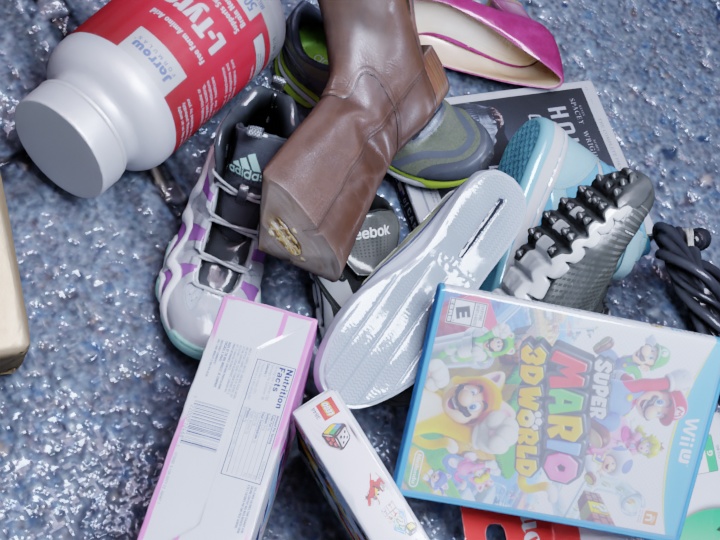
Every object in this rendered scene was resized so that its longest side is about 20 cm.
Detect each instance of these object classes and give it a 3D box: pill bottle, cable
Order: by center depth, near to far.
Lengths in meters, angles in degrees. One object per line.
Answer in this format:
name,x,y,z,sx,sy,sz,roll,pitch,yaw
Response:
pill bottle,-0.153,-0.146,1.093,0.112,0.112,0.200,39,58,5
cable,0.274,0.054,1.109,0.051,0.163,0.201,-23,75,14

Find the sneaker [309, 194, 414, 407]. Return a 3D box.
sneaker,0.000,0.000,1.077,0.066,0.091,0.201,-14,68,-23

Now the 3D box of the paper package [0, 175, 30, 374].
paper package,-0.318,-0.018,0.949,0.189,0.103,0.202,-11,82,-24

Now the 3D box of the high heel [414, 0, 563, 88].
high heel,0.068,-0.183,1.206,0.199,0.068,0.096,4,41,-30

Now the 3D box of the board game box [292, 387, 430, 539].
board game box,0.022,0.180,0.964,0.034,0.126,0.201,-30,73,-9

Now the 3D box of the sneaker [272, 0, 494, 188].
sneaker,0.013,-0.133,1.135,0.199,0.081,0.074,32,73,15

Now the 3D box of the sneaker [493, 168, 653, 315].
sneaker,0.140,0.022,1.028,0.090,0.067,0.200,37,99,-21

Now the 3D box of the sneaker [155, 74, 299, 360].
sneaker,-0.087,-0.048,1.044,0.077,0.140,0.201,14,58,-10

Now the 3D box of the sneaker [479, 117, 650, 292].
sneaker,0.147,0.001,1.119,0.130,0.079,0.201,24,85,-21

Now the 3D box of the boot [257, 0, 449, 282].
boot,-0.028,-0.116,1.003,0.187,0.064,0.201,53,55,-29

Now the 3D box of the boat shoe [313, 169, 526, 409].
boat shoe,0.040,0.016,1.022,0.072,0.062,0.200,44,74,-8

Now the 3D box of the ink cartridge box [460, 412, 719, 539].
ink cartridge box,0.173,0.191,1.032,0.199,0.050,0.162,-6,81,-24

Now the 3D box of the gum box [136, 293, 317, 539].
gum box,-0.085,0.124,0.963,0.066,0.114,0.201,16,58,2

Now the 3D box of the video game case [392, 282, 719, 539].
video game case,0.132,0.096,0.990,0.198,0.018,0.144,11,101,-7

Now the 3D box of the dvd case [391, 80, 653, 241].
dvd case,0.123,-0.075,1.196,0.199,0.025,0.151,-10,66,-21
